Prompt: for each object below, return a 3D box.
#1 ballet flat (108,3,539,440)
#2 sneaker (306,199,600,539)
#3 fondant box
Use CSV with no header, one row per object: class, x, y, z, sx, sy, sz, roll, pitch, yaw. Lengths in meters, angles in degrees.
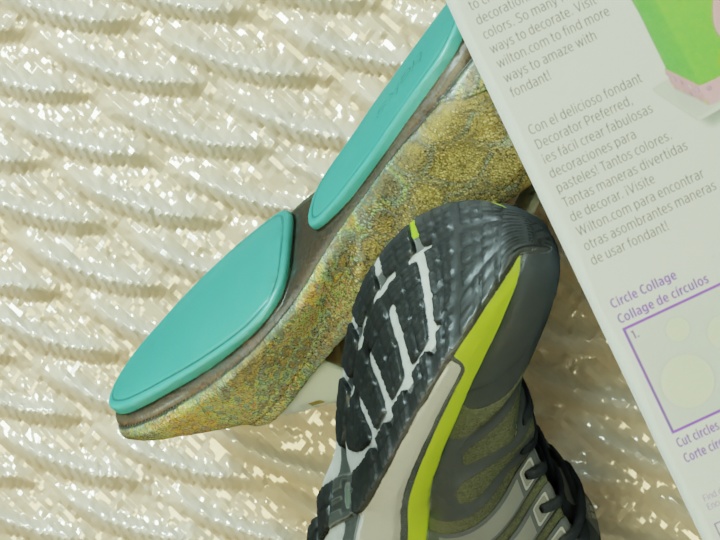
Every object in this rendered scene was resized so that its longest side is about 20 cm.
ballet flat,0.000,0.000,0.828,0.071,0.071,0.200,48,120,9
sneaker,0.034,0.059,0.800,0.081,0.074,0.200,2,134,-12
fondant box,0.125,-0.024,0.729,0.144,0.058,0.200,-25,91,5
